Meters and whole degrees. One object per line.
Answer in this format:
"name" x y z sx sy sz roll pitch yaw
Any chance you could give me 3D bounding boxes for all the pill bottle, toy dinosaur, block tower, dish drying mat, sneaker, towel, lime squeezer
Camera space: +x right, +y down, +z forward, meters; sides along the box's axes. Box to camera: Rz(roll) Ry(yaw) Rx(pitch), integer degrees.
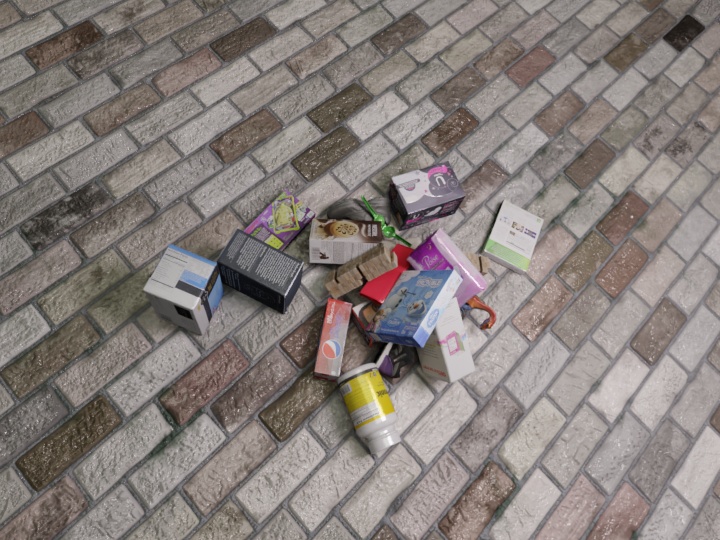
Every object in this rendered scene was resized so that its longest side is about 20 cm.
"pill bottle" 0.025 0.345 1.340 0.110 0.112 0.203 -18 72 -17
"toy dinosaur" 0.285 0.088 1.477 0.180 0.200 0.106 22 73 37
"block tower" 0.000 0.000 1.426 0.198 0.058 0.054 -27 28 17
"dish drying mat" 0.080 0.007 1.451 0.076 0.018 0.201 20 55 30
"sneaker" 0.000 -0.161 1.569 0.196 0.076 0.093 -7 77 -9
"towel" 0.117 -0.018 1.505 0.130 0.035 0.202 -4 47 0
"lime squeezer" 0.066 -0.130 1.533 0.038 0.071 0.200 -44 86 4
"sneaker" 0.113 0.194 1.396 0.087 0.202 0.076 29 26 -2
"block tower" 0.279 -0.023 1.534 0.197 0.058 0.055 11 62 -26

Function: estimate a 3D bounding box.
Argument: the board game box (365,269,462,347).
"board game box" 0.127 0.087 1.313 0.043 0.199 0.200 45 66 -23

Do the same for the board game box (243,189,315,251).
"board game box" -0.234 -0.128 1.535 0.120 0.032 0.200 40 66 3

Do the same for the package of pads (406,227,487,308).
"package of pads" 0.228 0.000 1.408 0.201 0.120 0.076 49 29 3

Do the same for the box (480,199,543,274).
"box" 0.468 -0.104 1.648 0.143 0.036 0.202 27 64 2

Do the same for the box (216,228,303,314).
"box" -0.261 0.006 1.408 0.198 0.149 0.108 27 66 2

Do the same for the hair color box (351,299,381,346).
"hair color box" 0.083 0.111 1.469 0.198 0.062 0.102 -28 66 -19

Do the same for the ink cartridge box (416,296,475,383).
"ink cartridge box" 0.203 0.172 1.386 0.083 0.144 0.204 -18 98 -22

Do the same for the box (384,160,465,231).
"box" 0.191 -0.225 1.604 0.197 0.115 0.134 -18 72 -17

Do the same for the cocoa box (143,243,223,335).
"cocoa box" -0.430 0.051 1.330 0.131 0.201 0.133 21 65 0

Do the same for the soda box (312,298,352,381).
"soda box" -0.075 0.183 1.415 0.069 0.064 0.203 12 65 -6

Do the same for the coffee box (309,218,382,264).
"coffee box" -0.040 -0.080 1.484 0.196 0.081 0.114 2 35 -1
